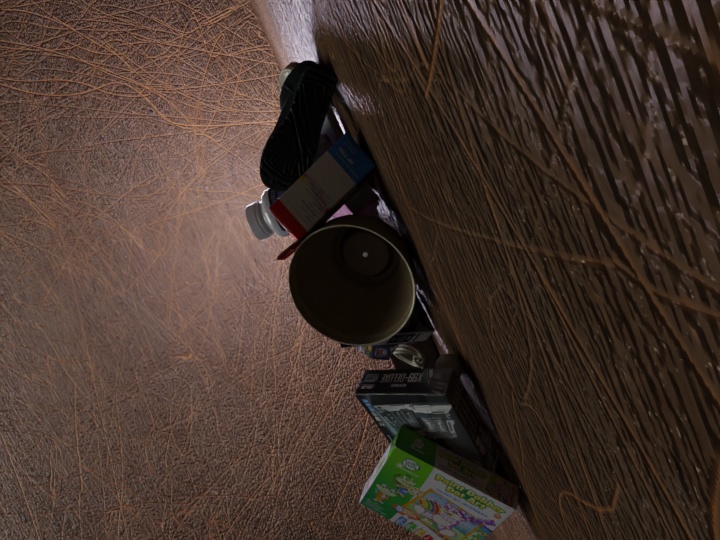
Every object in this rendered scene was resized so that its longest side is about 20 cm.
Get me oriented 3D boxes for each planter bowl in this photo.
[{"bbox_3d":[-0.001,-0.004,0.850,0.203,0.196,0.135,65,-157,-21],"label":"planter bowl"}]

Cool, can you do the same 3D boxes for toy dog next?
[{"bbox_3d":[0.123,0.211,0.873,0.201,0.129,0.098,56,-133,-49],"label":"toy dog"}]

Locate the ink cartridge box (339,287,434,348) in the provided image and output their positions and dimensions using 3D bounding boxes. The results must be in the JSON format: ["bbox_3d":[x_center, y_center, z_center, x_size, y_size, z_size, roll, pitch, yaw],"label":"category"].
[{"bbox_3d":[0.036,0.080,0.949,0.039,0.197,0.101,-51,52,39],"label":"ink cartridge box"}]

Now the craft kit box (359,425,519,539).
[{"bbox_3d":[0.116,0.355,0.845,0.049,0.197,0.200,-58,-8,-51],"label":"craft kit box"}]

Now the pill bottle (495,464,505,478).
[{"bbox_3d":[0.176,0.328,0.965,0.111,0.109,0.202,66,180,-55],"label":"pill bottle"}]

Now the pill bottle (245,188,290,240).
[{"bbox_3d":[-0.151,-0.143,1.184,0.111,0.196,0.113,-22,-91,-79],"label":"pill bottle"}]

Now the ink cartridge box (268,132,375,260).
[{"bbox_3d":[-0.071,-0.107,0.822,0.067,0.200,0.116,46,179,-2],"label":"ink cartridge box"}]

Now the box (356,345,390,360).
[{"bbox_3d":[0.032,0.069,1.093,0.136,0.037,0.205,-176,91,-77],"label":"box"}]

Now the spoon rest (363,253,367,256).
[{"bbox_3d":[0.000,0.000,1.074,0.199,0.059,0.102,-155,63,-64],"label":"spoon rest"}]

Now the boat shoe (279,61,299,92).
[{"bbox_3d":[-0.103,-0.340,1.051,0.071,0.060,0.201,21,164,20],"label":"boat shoe"}]

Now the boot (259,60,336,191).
[{"bbox_3d":[-0.104,-0.237,0.861,0.075,0.203,0.168,21,-166,-18],"label":"boot"}]

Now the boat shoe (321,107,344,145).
[{"bbox_3d":[-0.044,-0.227,1.025,0.203,0.070,0.070,62,-153,-14],"label":"boat shoe"}]

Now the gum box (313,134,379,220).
[{"bbox_3d":[-0.063,-0.149,0.966,0.201,0.066,0.114,50,148,17],"label":"gum box"}]

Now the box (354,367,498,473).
[{"bbox_3d":[0.104,0.234,0.820,0.202,0.155,0.050,59,-139,-29],"label":"box"}]

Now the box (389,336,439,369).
[{"bbox_3d":[0.121,0.197,1.159,0.203,0.099,0.075,65,179,-28],"label":"box"}]
